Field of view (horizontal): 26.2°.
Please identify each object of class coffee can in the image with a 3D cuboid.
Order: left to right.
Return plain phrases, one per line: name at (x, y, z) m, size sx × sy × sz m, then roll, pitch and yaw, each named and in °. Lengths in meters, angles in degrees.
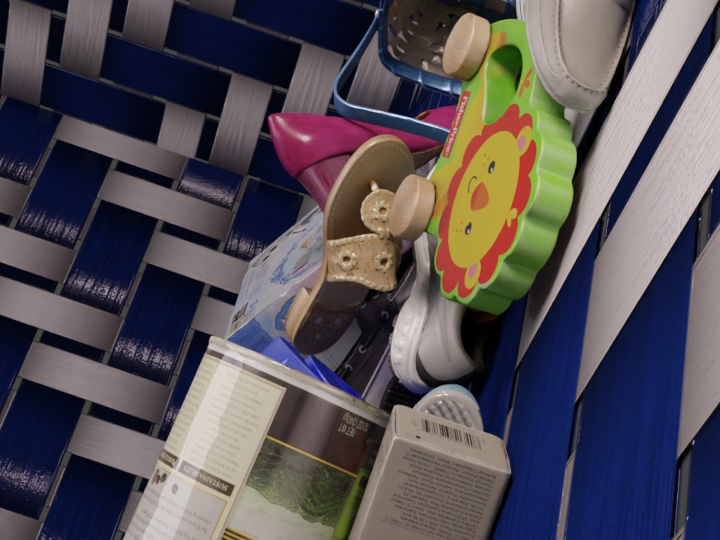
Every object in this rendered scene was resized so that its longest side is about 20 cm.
coffee can at (-0.076, 0.165, 1.043) m, size 0.146 × 0.145 × 0.202 m, roll 135°, pitch 159°, yaw -84°

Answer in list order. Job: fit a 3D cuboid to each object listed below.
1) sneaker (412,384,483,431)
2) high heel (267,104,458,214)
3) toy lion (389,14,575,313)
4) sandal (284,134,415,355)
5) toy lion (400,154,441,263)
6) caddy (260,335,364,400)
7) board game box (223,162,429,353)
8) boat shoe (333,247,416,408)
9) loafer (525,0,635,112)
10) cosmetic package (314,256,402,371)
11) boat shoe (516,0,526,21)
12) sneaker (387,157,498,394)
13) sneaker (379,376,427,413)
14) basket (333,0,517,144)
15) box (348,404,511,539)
sneaker at (0.039, 0.174, 1.090) m, size 0.201 × 0.073 × 0.082 m, roll -64°, pitch -4°, yaw 9°
high heel at (0.015, -0.121, 1.267) m, size 0.200 × 0.097 × 0.067 m, roll -33°, pitch -1°, yaw -44°
toy lion at (0.098, -0.075, 1.080) m, size 0.192 × 0.068 × 0.202 m, roll 24°, pitch 96°, yaw 69°
sandal at (0.005, 0.000, 1.208) m, size 0.070 × 0.077 × 0.213 m, roll 56°, pitch 135°, yaw 37°
toy lion at (0.094, -0.031, 1.358) m, size 0.192 × 0.068 × 0.201 m, roll -90°, pitch 17°, yaw -56°
caddy at (-0.032, 0.147, 1.210) m, size 0.105 × 0.200 × 0.141 m, roll -49°, pitch -28°, yaw 2°
board game box at (-0.025, -0.020, 1.370) m, size 0.199 × 0.043 × 0.200 m, roll -40°, pitch 14°, yaw 16°
boat shoe at (0.016, 0.042, 1.317) m, size 0.070 × 0.066 × 0.201 m, roll -66°, pitch 1°, yaw -67°
loafer at (0.155, -0.200, 1.035) m, size 0.070 × 0.069 × 0.202 m, roll -39°, pitch 40°, yaw 55°
cosmetic package at (0.016, 0.006, 1.506) m, size 0.081 × 0.113 × 0.200 m, roll -17°, pitch 27°, yaw 38°
boat shoe at (0.168, -0.259, 1.141) m, size 0.062 × 0.071 × 0.202 m, roll -74°, pitch 6°, yaw -75°
sneaker at (0.081, -0.001, 1.213) m, size 0.074 × 0.079 × 0.202 m, roll 30°, pitch -117°, yaw -50°
sneaker at (0.029, 0.163, 1.323) m, size 0.104 × 0.059 × 0.202 m, roll 145°, pitch 143°, yaw -85°
basket at (0.090, -0.180, 1.252) m, size 0.140 × 0.175 × 0.201 m, roll 94°, pitch -161°, yaw -53°
box at (0.027, 0.196, 0.986) m, size 0.068 × 0.081 × 0.202 m, roll -88°, pitch 17°, yaw -77°
